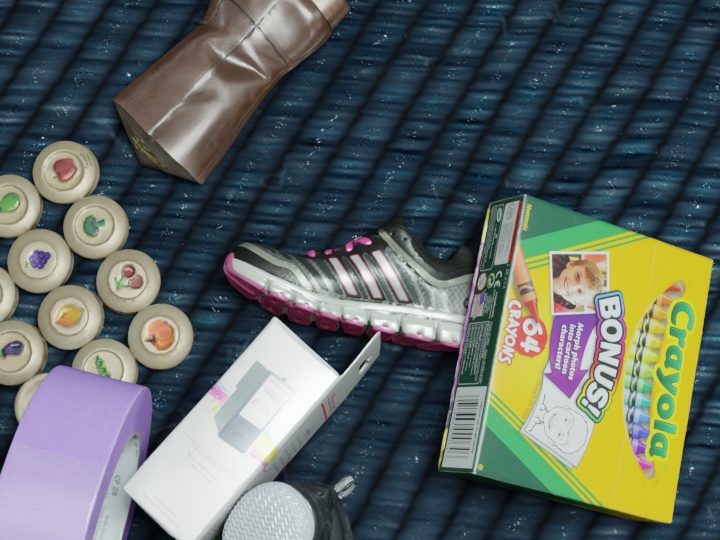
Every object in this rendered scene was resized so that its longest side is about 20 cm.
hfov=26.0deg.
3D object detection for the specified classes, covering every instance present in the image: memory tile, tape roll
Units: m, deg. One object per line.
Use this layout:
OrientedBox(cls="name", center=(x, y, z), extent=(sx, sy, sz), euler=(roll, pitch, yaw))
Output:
OrientedBox(cls="memory tile", center=(-0.232, 0.014, 1.185), extent=(0.153, 0.017, 0.201), euler=(-31, 82, -6))
OrientedBox(cls="tape roll", center=(-0.201, 0.169, 1.062), extent=(0.065, 0.200, 0.202), euler=(15, 79, 1))

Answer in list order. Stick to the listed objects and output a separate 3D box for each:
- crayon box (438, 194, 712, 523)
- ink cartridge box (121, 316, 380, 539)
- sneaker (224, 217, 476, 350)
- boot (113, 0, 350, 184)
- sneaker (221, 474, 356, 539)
OrientedBox(cls="crayon box", center=(0.159, 0.067, 1.130), extent=(0.171, 0.058, 0.202), euler=(16, 79, -23))
OrientedBox(cls="ink cartridge box", center=(-0.073, 0.106, 1.119), extent=(0.067, 0.117, 0.200), euler=(41, 81, 8))
OrientedBox(cls="sneaker", center=(0.000, 0.000, 1.158), extent=(0.198, 0.074, 0.088), euler=(13, 79, -4))
OrientedBox(cls="boot", center=(-0.136, -0.187, 1.207), extent=(0.186, 0.064, 0.200), euler=(42, 86, 9))
OrientedBox(cls="sneaker", center=(-0.069, 0.225, 1.118), extent=(0.075, 0.114, 0.201), euler=(44, 117, 22))
